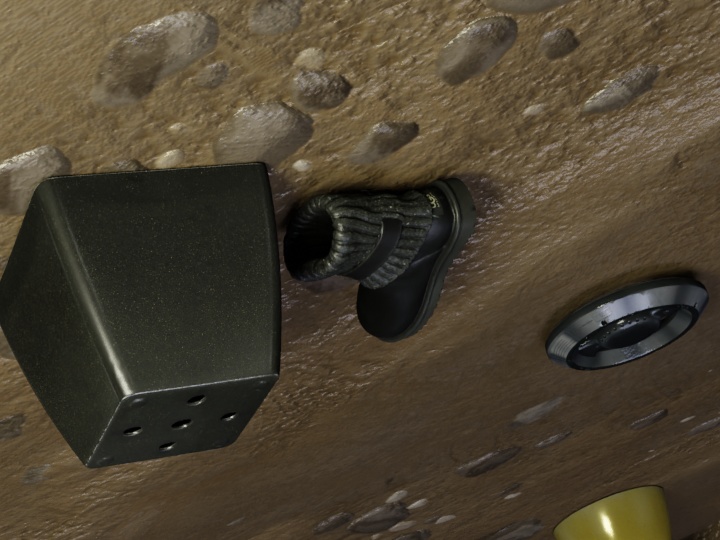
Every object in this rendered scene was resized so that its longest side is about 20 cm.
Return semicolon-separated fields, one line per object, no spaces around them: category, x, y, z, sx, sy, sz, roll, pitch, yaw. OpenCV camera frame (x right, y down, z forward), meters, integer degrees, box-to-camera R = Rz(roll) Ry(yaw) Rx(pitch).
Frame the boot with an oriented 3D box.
boot;-0.001;-0.002;1.477;0.157;0.080;0.212;-13;145;-32

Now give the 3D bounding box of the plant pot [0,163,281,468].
plant pot;-0.170;0.046;1.333;0.198;0.179;0.200;-5;151;-28

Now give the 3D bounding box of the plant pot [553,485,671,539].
plant pot;0.437;0.465;2.716;0.198;0.143;0.201;-17;156;-8

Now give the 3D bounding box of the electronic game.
electronic game;0.309;0.062;1.902;0.198;0.042;0.200;-16;156;-7
